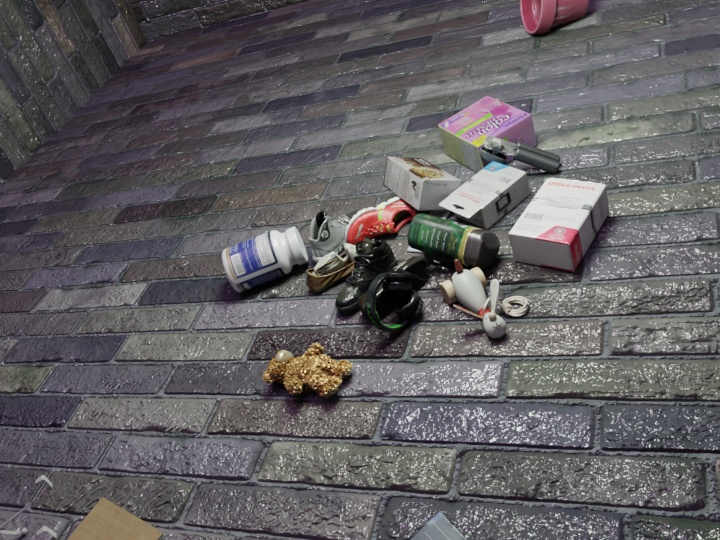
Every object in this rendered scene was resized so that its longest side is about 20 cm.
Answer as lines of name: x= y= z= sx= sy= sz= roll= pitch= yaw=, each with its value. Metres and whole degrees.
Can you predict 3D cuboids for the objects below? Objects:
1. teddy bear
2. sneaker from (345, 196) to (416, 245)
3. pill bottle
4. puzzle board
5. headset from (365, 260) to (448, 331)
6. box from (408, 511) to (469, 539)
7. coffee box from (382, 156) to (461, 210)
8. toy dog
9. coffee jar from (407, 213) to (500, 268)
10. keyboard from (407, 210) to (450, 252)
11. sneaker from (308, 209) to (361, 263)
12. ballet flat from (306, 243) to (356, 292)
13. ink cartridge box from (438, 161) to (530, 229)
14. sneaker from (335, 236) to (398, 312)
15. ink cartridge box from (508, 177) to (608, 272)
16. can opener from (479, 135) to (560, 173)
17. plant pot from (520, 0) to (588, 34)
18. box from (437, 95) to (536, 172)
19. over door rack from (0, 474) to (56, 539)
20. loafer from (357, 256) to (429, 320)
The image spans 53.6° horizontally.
teddy bear: x=-0.112 y=0.205 z=1.480 sx=0.198 sy=0.067 sz=0.145 roll=21 pitch=52 yaw=42
sneaker: x=0.052 y=-0.119 z=1.786 sx=0.198 sy=0.078 sz=0.085 roll=-31 pitch=42 yaw=-9
pill bottle: x=-0.239 y=-0.032 z=1.799 sx=0.197 sy=0.117 sz=0.116 roll=-20 pitch=36 yaw=3
puzzle board: x=-0.474 y=0.522 z=1.329 sx=0.198 sy=0.018 sz=0.151 roll=9 pitch=49 yaw=37
headset: x=0.098 y=0.047 z=1.513 sx=0.199 sy=0.125 sz=0.093 roll=-38 pitch=24 yaw=-32
box: x=0.099 y=0.476 z=1.001 sx=0.199 sy=0.108 sz=0.148 roll=-38 pitch=40 yaw=-17
coffee box: x=0.152 y=-0.222 z=1.807 sx=0.111 sy=0.081 sz=0.200 roll=-3 pitch=25 yaw=-25
toy dog: x=0.237 y=0.045 z=1.464 sx=0.132 sy=0.097 sz=0.199 roll=-40 pitch=39 yaw=-21
coffee jar: x=0.210 y=-0.066 z=1.603 sx=0.198 sy=0.087 sz=0.103 roll=19 pitch=10 yaw=38
keyboard: x=0.177 y=-0.113 z=1.766 sx=0.056 sy=0.011 sz=0.201 roll=0 pitch=42 yaw=36
sneaker: x=-0.060 y=-0.117 z=1.807 sx=0.074 sy=0.116 sz=0.200 roll=14 pitch=51 yaw=39
ballet flat: x=-0.046 y=-0.021 z=1.717 sx=0.198 sy=0.073 sz=0.068 roll=-27 pitch=37 yaw=-5
ink cartridge box: x=0.299 y=-0.172 z=1.722 sx=0.199 sy=0.067 sz=0.115 roll=-38 pitch=39 yaw=-19
sneaker: x=0.000 y=0.000 z=1.635 sx=0.076 sy=0.115 sz=0.199 roll=20 pitch=56 yaw=45
ink cartridge box: x=0.434 y=-0.104 z=1.550 sx=0.143 sy=0.085 sz=0.200 roll=13 pitch=51 yaw=39
can opener: x=0.396 y=-0.282 z=1.781 sx=0.197 sy=0.067 sz=0.054 roll=20 pitch=45 yaw=1
plant pot: x=0.638 y=-0.887 z=2.332 sx=0.176 sy=0.203 sz=0.201 roll=-8 pitch=36 yaw=-5
box: x=0.337 y=-0.364 z=1.912 sx=0.174 sy=0.098 sz=0.200 roll=-31 pitch=38 yaw=-11
over door rack: x=-0.647 y=0.523 z=1.363 sx=0.200 sy=0.066 sz=0.148 roll=-47 pitch=38 yaw=4
loafer: x=0.068 y=0.028 z=1.595 sx=0.199 sy=0.074 sz=0.071 roll=-36 pitch=37 yaw=-18
